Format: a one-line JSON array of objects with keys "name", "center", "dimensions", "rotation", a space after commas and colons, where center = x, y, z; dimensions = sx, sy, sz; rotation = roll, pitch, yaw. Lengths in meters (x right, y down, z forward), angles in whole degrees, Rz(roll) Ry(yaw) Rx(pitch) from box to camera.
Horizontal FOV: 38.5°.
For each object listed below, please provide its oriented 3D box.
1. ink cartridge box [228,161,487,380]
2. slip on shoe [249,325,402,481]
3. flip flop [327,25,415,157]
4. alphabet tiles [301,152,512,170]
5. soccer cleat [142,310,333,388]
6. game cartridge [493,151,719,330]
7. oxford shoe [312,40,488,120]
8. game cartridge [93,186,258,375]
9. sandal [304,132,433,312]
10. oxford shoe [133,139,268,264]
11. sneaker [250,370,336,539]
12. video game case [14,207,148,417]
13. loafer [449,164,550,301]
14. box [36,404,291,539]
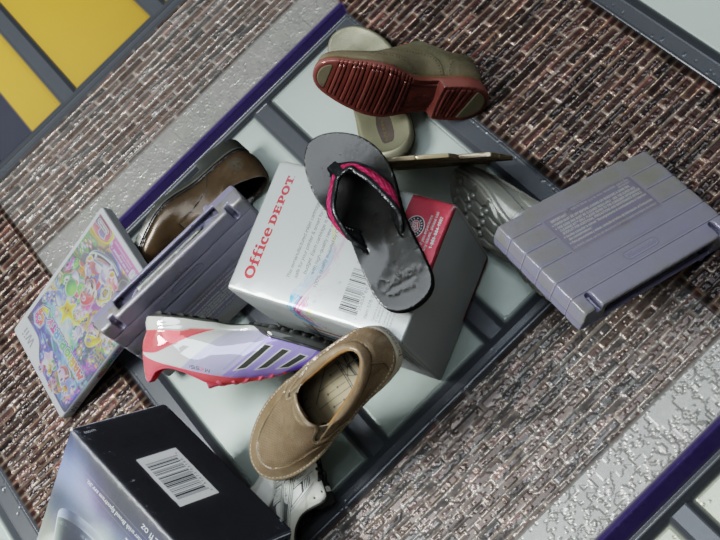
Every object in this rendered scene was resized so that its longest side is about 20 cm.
[{"name": "ink cartridge box", "center": [0.000, 0.000, 1.042], "dimensions": [0.199, 0.145, 0.146], "rotation": [18, 78, 25]}, {"name": "slip on shoe", "center": [-0.043, 0.126, 0.942], "dimensions": [0.200, 0.061, 0.076], "rotation": [-42, 78, 26]}, {"name": "flip flop", "center": [0.009, -0.209, 1.174], "dimensions": [0.081, 0.058, 0.201], "rotation": [-21, 58, 11]}, {"name": "alphabet tiles", "center": [0.050, -0.111, 1.066], "dimensions": [0.199, 0.166, 0.006], "rotation": [-2, 93, 20]}, {"name": "soccer cleat", "center": [-0.121, 0.087, 1.041], "dimensions": [0.199, 0.068, 0.074], "rotation": [7, 85, 3]}, {"name": "game cartridge", "center": [0.240, -0.034, 0.983], "dimensions": [0.200, 0.038, 0.130], "rotation": [-26, 53, -24]}, {"name": "oxford shoe", "center": [0.040, -0.214, 1.123], "dimensions": [0.199, 0.071, 0.075], "rotation": [7, 54, -23]}, {"name": "game cartridge", "center": [-0.173, 0.015, 1.104], "dimensions": [0.200, 0.130, 0.038], "rotation": [-44, 56, -1]}, {"name": "sandal", "center": [0.006, -0.054, 0.943], "dimensions": [0.075, 0.045, 0.200], "rotation": [-33, 63, 10]}, {"name": "oxford shoe", "center": [-0.185, -0.056, 1.180], "dimensions": [0.084, 0.073, 0.200], "rotation": [40, 87, 27]}, {"name": "sneaker", "center": [-0.060, 0.202, 1.035], "dimensions": [0.087, 0.076, 0.201], "rotation": [14, 78, 10]}, {"name": "video game case", "center": [-0.314, 0.048, 1.181], "dimensions": [0.200, 0.018, 0.143], "rotation": [-50, 59, 19]}, {"name": "loafer", "center": [0.167, -0.043, 1.050], "dimensions": [0.070, 0.070, 0.200], "rotation": [-21, 53, -29]}, {"name": "box", "center": [-0.198, 0.273, 0.975], "dimensions": [0.200, 0.123, 0.199], "rotation": [37, 118, 30]}]
